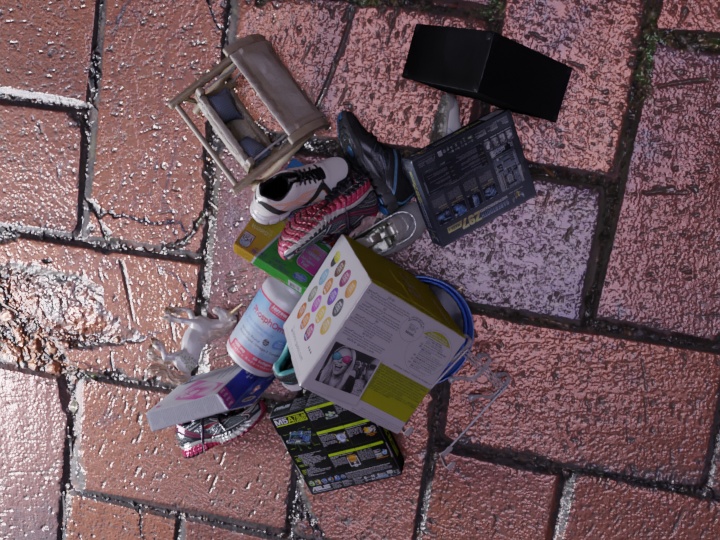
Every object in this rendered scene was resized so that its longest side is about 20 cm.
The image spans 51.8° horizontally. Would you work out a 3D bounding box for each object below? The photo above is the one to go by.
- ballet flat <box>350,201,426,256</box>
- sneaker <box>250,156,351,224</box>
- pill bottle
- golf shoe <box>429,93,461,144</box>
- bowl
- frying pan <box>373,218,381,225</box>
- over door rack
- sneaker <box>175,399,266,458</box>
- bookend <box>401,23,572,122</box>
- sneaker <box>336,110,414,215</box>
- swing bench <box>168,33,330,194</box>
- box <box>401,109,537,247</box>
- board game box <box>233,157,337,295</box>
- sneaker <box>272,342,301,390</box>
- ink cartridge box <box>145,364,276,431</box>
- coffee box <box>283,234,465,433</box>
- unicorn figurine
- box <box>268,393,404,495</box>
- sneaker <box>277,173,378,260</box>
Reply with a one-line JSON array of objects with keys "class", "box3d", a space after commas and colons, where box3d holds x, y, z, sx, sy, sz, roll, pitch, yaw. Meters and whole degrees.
[{"class": "ballet flat", "box3d": [0.039, -0.059, 1.319, 0.197, 0.069, 0.071, -28, 93, 4]}, {"class": "sneaker", "box3d": [-0.097, -0.146, 1.279, 0.197, 0.080, 0.074, -30, 73, -20]}, {"class": "pill bottle", "box3d": [-0.154, 0.085, 1.363, 0.108, 0.109, 0.202, 34, 102, 4]}, {"class": "golf shoe", "box3d": [0.170, -0.204, 1.298, 0.095, 0.078, 0.205, -1, 103, -8]}, {"class": "bowl", "box3d": [0.107, 0.107, 1.348, 0.195, 0.039, 0.206, 1, 101, 5]}, {"class": "frying pan", "box3d": [0.011, 0.013, 1.368, 0.115, 0.031, 0.190, 43, 105, 1]}, {"class": "over door rack", "box3d": [0.160, 0.226, 1.309, 0.147, 0.066, 0.202, 40, 84, -32]}, {"class": "sneaker", "box3d": [-0.270, 0.292, 1.420, 0.196, 0.081, 0.076, -24, 90, 13]}, {"class": "bookend", "box3d": [0.210, -0.330, 1.240, 0.197, 0.198, 0.094, 9, 103, -37]}, {"class": "sneaker", "box3d": [0.026, -0.200, 1.324, 0.081, 0.073, 0.203, -30, 90, -14]}, {"class": "swing bench", "box3d": [-0.191, -0.277, 1.311, 0.199, 0.130, 0.200, -39, 89, 12]}, {"class": "box", "box3d": [0.185, -0.156, 1.248, 0.197, 0.051, 0.160, -28, 109, -10]}, {"class": "board game box", "box3d": [-0.110, -0.079, 1.316, 0.151, 0.040, 0.202, 30, 68, 4]}, {"class": "sneaker", "box3d": [-0.085, 0.127, 1.328, 0.077, 0.091, 0.202, 34, 89, 23]}, {"class": "ink cartridge box", "box3d": [-0.262, 0.218, 1.355, 0.196, 0.196, 0.044, -18, 97, 11]}, {"class": "coffee box", "box3d": [0.016, 0.098, 1.203, 0.198, 0.200, 0.200, 30, 103, -24]}, {"class": "unicorn figurine", "box3d": [-0.320, 0.123, 1.415, 0.135, 0.074, 0.204, 24, 91, -4]}, {"class": "box", "box3d": [-0.042, 0.311, 1.368, 0.196, 0.048, 0.196, -19, 109, 20]}, {"class": "sneaker", "box3d": [-0.053, -0.078, 1.263, 0.198, 0.081, 0.075, -35, 121, -7]}]
